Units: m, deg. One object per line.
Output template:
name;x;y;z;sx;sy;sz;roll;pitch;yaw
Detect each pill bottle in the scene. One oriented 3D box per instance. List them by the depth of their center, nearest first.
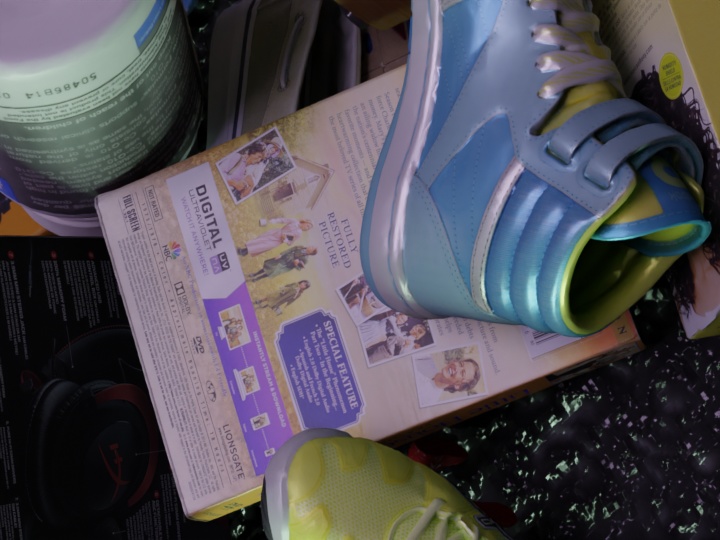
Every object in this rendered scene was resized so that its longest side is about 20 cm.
pill bottle;-0.127;-0.091;0.756;0.113;0.200;0.115;-1;70;1

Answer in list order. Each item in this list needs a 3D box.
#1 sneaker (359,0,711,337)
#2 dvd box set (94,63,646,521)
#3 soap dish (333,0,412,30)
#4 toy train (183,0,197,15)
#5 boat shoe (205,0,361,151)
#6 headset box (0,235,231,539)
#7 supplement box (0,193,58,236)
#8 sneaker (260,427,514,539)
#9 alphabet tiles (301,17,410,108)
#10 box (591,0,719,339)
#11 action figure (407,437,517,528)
sneaker;0.079;-0.070;0.632;0.130;0.079;0.202;17;98;44
dvd box set;0.000;0.000;0.723;0.199;0.029;0.147;-23;73;10
soap dish;-0.043;-0.191;0.728;0.081;0.199;0.158;-47;55;14
toy train;-0.130;-0.206;0.884;0.114;0.086;0.202;12;93;45
boat shoe;-0.032;-0.035;0.783;0.062;0.072;0.202;-15;73;40
headset box;-0.138;0.064;0.757;0.074;0.199;0.150;-12;85;33
supplement box;-0.195;-0.015;0.927;0.199;0.068;0.067;-32;67;34
sneaker;0.051;0.125;0.651;0.200;0.076;0.076;40;152;-5
alphabet tiles;0.046;-0.055;0.771;0.199;0.008;0.169;-21;72;36
box;0.126;-0.082;0.661;0.075;0.050;0.202;119;139;-64
action figure;-0.002;0.168;0.759;0.065;0.051;0.201;48;114;37
